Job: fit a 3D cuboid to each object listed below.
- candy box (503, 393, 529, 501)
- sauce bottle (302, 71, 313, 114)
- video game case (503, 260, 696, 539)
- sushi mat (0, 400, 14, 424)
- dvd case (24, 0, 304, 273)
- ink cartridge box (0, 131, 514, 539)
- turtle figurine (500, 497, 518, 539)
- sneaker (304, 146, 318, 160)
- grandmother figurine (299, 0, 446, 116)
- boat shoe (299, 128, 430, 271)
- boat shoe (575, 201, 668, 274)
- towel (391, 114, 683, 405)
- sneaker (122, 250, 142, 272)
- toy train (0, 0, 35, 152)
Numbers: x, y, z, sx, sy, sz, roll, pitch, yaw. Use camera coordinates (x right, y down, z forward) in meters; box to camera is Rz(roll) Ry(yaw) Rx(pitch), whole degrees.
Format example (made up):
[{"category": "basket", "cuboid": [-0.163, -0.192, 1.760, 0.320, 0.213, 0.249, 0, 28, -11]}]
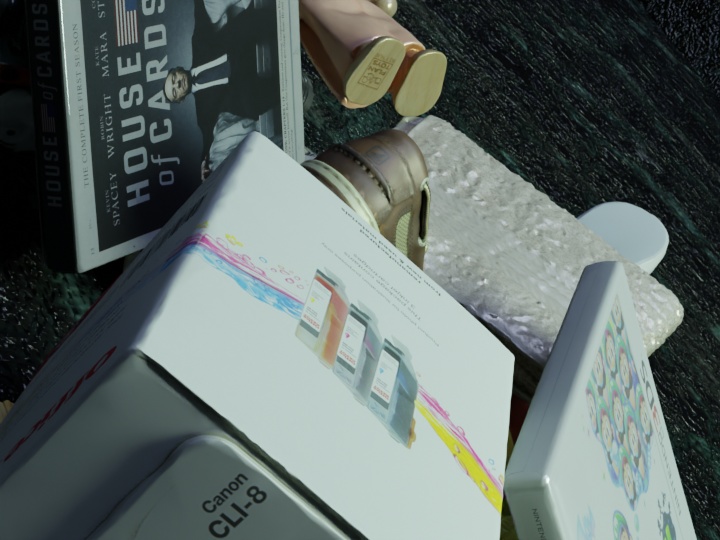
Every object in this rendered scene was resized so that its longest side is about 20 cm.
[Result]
[{"category": "candy box", "cuboid": [0.121, 0.105, 0.933, 0.200, 0.056, 0.117, -8, 82, -66]}, {"category": "sauce bottle", "cuboid": [-0.081, -0.141, 0.998, 0.066, 0.066, 0.200, 54, 9, 19]}, {"category": "video game case", "cuboid": [0.116, 0.118, 0.715, 0.200, 0.024, 0.182, -56, 132, -59]}, {"category": "sushi mat", "cuboid": [-0.088, 0.130, 0.600, 0.096, 0.012, 0.200, 20, 33, -49]}, {"category": "dvd case", "cuboid": [-0.088, -0.095, 0.770, 0.025, 0.150, 0.200, 7, 18, 27]}, {"category": "ink cartridge box", "cuboid": [-0.047, 0.074, 0.559, 0.145, 0.145, 0.200, 42, 22, -10]}, {"category": "turtle figurine", "cuboid": [0.064, 0.154, 0.692, 0.200, 0.064, 0.161, 53, 48, -26]}, {"category": "sneaker", "cuboid": [-0.053, -0.062, 0.929, 0.200, 0.076, 0.088, 36, 23, -28]}, {"category": "grandmother figurine", "cuboid": [-0.034, -0.168, 0.942, 0.121, 0.061, 0.200, 20, 24, -48]}, {"category": "boat shoe", "cuboid": [0.004, 0.004, 0.777, 0.075, 0.075, 0.202, 43, -23, 17]}, {"category": "boat shoe", "cuboid": [0.103, 0.018, 0.926, 0.070, 0.066, 0.200, 40, 43, 21]}, {"category": "towel", "cuboid": [0.071, -0.009, 0.858, 0.200, 0.034, 0.133, 37, 41, 17]}, {"category": "sneaker", "cuboid": [-0.046, 0.038, 0.749, 0.075, 0.085, 0.200, 20, 33, -50]}, {"category": "toy train", "cuboid": [-0.176, -0.152, 0.804, 0.085, 0.114, 0.200, 1, 46, -30]}]
